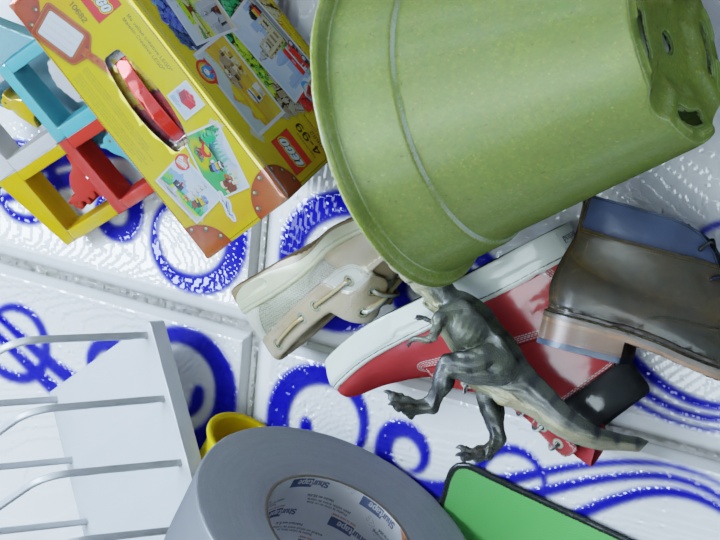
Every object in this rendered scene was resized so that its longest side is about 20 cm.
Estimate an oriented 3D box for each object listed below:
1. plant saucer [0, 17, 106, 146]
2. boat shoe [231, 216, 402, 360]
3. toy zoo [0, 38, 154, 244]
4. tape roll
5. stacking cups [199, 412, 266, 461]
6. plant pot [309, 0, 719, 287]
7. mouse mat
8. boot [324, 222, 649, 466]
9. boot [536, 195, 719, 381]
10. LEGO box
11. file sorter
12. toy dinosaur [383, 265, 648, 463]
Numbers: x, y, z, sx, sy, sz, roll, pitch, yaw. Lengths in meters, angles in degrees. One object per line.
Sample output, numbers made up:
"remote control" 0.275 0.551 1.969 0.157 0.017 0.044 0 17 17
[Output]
"plant saucer" -0.195 -0.125 1.709 0.199 0.019 0.070 23 133 15
"boat shoe" 0.000 0.000 1.622 0.200 0.072 0.065 -29 89 38
"toy zoo" -0.197 -0.095 1.707 0.200 0.020 0.131 -28 107 42
"tape roll" -0.026 0.190 1.605 0.200 0.200 0.066 38 122 17
"stacking cups" -0.119 0.193 1.746 0.060 0.060 0.201 38 119 17
"plant pot" 0.102 -0.110 1.461 0.189 0.200 0.201 -16 94 30
"mouse mat" 0.126 0.231 1.641 0.199 0.008 0.162 23 112 24
"boot" 0.080 0.075 1.595 0.199 0.072 0.145 -26 90 29
"boot" 0.210 0.016 1.494 0.199 0.075 0.098 11 92 8
"LEGO box" -0.105 -0.129 1.582 0.077 0.149 0.200 -35 96 29
"file sorter" -0.193 0.155 1.697 0.139 0.124 0.201 -34 67 46
"toy dinosaur" 0.073 0.070 1.539 0.200 0.047 0.088 43 103 4
